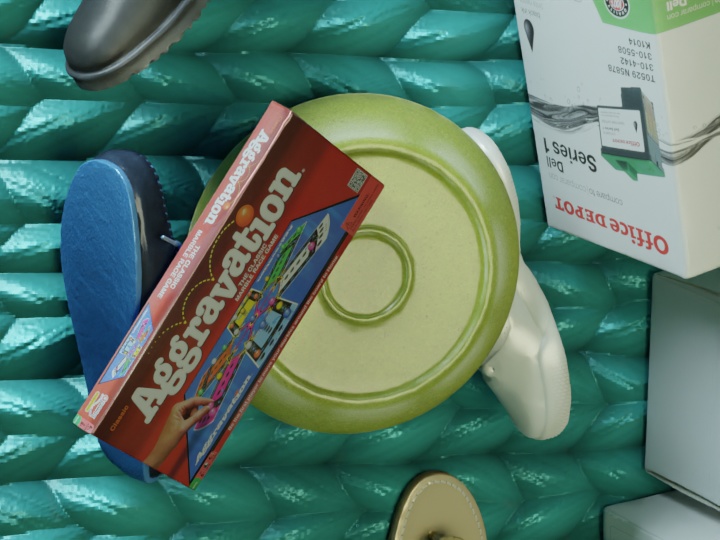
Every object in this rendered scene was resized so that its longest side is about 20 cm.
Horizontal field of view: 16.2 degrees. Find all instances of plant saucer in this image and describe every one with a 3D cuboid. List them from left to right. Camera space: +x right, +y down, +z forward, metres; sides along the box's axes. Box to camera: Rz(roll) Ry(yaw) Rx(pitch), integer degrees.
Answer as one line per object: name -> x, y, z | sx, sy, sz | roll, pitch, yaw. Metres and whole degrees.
plant saucer -> 0.000, 0.000, 1.447 | 0.199, 0.031, 0.201 | -3, 102, -14

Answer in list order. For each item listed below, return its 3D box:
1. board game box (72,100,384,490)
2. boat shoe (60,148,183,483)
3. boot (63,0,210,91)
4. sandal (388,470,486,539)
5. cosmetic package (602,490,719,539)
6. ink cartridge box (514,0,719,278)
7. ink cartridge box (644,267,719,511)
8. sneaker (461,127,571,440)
board game box -> -0.069, 0.016, 1.369 | 0.200, 0.019, 0.103 | -58, 142, -3
boat shoe -> -0.119, 0.018, 1.394 | 0.069, 0.084, 0.201 | -26, 133, -34
boot -> -0.141, -0.217, 1.305 | 0.165, 0.066, 0.200 | -51, 128, -22
sandal -> 0.061, 0.234, 1.570 | 0.077, 0.070, 0.213 | -3, 105, -33
cosmetic package -> 0.270, 0.250, 1.685 | 0.199, 0.123, 0.201 | -10, 110, -31
ink cartridge box -> 0.169, -0.111, 1.496 | 0.084, 0.146, 0.201 | -21, 114, -26
ink cartridge box -> 0.303, 0.068, 1.639 | 0.199, 0.144, 0.146 | -10, 110, -32
sneaker -> 0.062, 0.019, 1.517 | 0.088, 0.075, 0.201 | -25, 109, -16
